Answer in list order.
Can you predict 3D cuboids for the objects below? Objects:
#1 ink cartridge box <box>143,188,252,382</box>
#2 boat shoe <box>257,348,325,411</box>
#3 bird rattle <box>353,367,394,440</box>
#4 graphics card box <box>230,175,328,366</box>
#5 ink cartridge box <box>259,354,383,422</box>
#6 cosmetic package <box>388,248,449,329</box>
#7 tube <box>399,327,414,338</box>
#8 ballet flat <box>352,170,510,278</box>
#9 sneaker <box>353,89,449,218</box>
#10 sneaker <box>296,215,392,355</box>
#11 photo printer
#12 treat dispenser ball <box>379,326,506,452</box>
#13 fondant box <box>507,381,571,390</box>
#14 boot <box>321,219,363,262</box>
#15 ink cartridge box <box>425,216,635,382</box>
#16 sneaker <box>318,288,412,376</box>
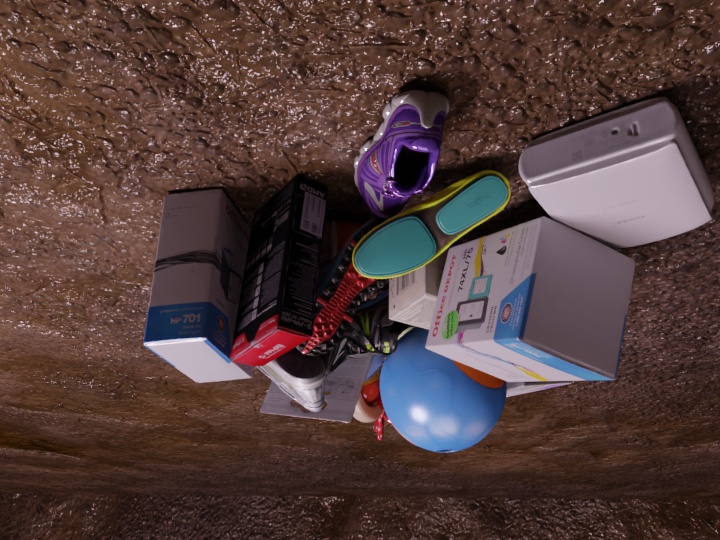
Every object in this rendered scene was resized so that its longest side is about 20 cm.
[{"bbox_3d":[-0.193,0.022,0.900,0.085,0.202,0.147,-5,153,12],"label":"ink cartridge box"},{"bbox_3d":[-0.113,0.136,1.044,0.074,0.065,0.201,-20,-152,-30],"label":"boat shoe"},{"bbox_3d":[0.009,0.201,1.244,0.112,0.202,0.163,-5,-178,27],"label":"bird rattle"},{"bbox_3d":[-0.097,0.002,0.853,0.050,0.202,0.125,19,148,-28],"label":"graphics card box"},{"bbox_3d":[-0.051,0.152,1.127,0.161,0.201,0.057,0,144,24],"label":"ink cartridge box"},{"bbox_3d":[0.149,0.038,1.029,0.198,0.088,0.103,17,148,-25],"label":"cosmetic package"},{"bbox_3d":[0.108,0.109,1.220,0.198,0.059,0.052,16,166,-25],"label":"tube"},{"bbox_3d":[0.081,-0.053,0.825,0.199,0.067,0.067,-30,-168,6],"label":"ballet flat"},{"bbox_3d":[0.037,-0.105,0.758,0.080,0.084,0.200,7,156,-7],"label":"sneaker"},{"bbox_3d":[-0.029,0.002,0.874,0.079,0.200,0.095,45,173,-35],"label":"sneaker"},{"bbox_3d":[0.288,-0.090,0.783,0.165,0.070,0.200,-15,149,31],"label":"photo printer"},{"bbox_3d":[0.129,0.182,1.122,0.198,0.203,0.201,2,154,1],"label":"treat dispenser ball"},{"bbox_3d":[0.272,0.192,1.285,0.143,0.059,0.199,-21,163,36],"label":"fondant box"},{"bbox_3d":[0.000,0.000,0.989,0.106,0.076,0.201,-2,152,-1],"label":"boot"},{"bbox_3d":[0.202,0.046,0.875,0.145,0.148,0.200,22,163,-20],"label":"ink cartridge box"},{"bbox_3d":[0.013,0.096,1.067,0.199,0.083,0.071,-30,143,-24],"label":"sneaker"}]
